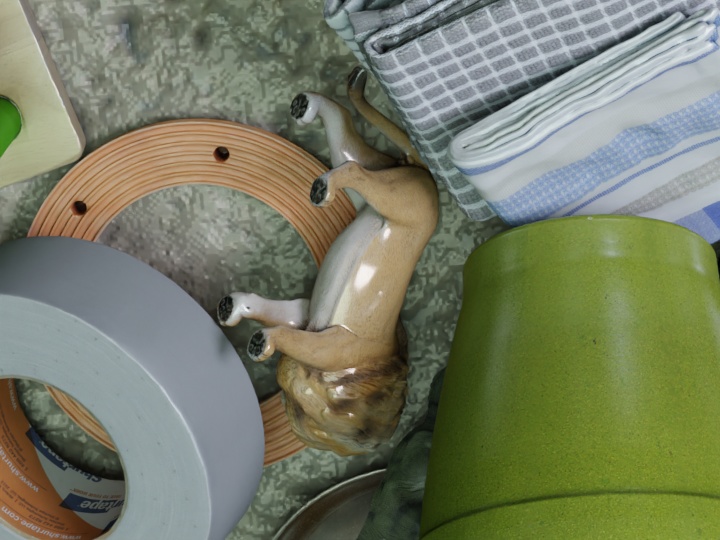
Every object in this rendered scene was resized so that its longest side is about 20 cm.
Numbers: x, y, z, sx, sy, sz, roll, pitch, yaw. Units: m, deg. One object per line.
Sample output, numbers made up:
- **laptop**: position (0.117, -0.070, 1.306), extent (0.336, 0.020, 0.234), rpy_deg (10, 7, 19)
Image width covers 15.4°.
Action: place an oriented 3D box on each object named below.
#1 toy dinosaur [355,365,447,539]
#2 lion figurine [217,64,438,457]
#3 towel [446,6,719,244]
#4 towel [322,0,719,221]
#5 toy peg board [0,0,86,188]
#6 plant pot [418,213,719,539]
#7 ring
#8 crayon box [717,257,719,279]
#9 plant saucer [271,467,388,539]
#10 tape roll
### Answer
- **toy dinosaur**: position (0.036, 0.139, 1.403), extent (0.088, 0.047, 0.200), rpy_deg (33, 78, 2)
- **lion figurine**: position (0.000, 0.000, 1.376), extent (0.122, 0.072, 0.200), rpy_deg (16, 104, -39)
- **towel**: position (0.140, -0.051, 1.329), extent (0.147, 0.200, 0.024), rpy_deg (-27, 59, 12)
- **towel**: position (0.100, -0.118, 1.299), extent (0.200, 0.166, 0.086), rpy_deg (-25, 61, 9)
- **toy peg board**: position (-0.274, -0.107, 1.364), extent (0.200, 0.098, 0.199), rpy_deg (-19, 106, 8)
- **plant pot**: position (0.118, 0.082, 1.326), extent (0.200, 0.200, 0.193), rpy_deg (-3, 68, 4)
- **ring**: position (-0.084, 0.014, 1.433), extent (0.200, 0.019, 0.201), rpy_deg (1, 108, 3)
- **crayon box**: position (0.266, 0.075, 1.416), extent (0.200, 0.051, 0.127), rpy_deg (20, 107, -4)
- **plant saucer**: position (0.036, 0.196, 1.478), extent (0.200, 0.032, 0.200), rpy_deg (1, 107, 3)
- **tape roll**: position (-0.153, 0.084, 1.395), extent (0.200, 0.066, 0.201), rpy_deg (12, 122, 20)
